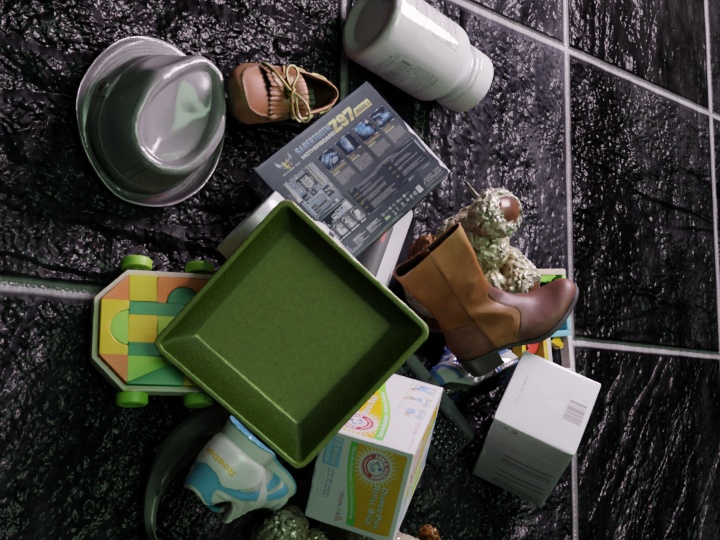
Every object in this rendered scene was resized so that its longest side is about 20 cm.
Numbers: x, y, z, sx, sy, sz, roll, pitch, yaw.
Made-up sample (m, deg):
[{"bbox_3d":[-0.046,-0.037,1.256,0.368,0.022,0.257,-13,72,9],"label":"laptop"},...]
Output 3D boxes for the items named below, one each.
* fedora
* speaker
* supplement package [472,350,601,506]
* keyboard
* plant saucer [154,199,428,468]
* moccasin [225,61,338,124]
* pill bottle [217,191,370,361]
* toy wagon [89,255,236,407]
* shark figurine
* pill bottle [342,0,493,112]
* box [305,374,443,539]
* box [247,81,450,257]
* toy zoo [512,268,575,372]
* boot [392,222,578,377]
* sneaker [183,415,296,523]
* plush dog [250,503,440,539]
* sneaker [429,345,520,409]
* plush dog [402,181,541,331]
[{"bbox_3d":[-0.205,-0.167,0.975,0.177,0.090,0.200,48,56,-26],"label":"fedora"},{"bbox_3d":[0.000,0.000,1.144,0.081,0.081,0.201,37,62,-32],"label":"speaker"},{"bbox_3d":[0.234,0.218,1.232,0.114,0.109,0.200,-59,166,-29],"label":"supplement package"},{"bbox_3d":[0.058,0.176,1.157,0.104,0.040,0.200,-40,105,0],"label":"keyboard"},{"bbox_3d":[-0.068,0.062,0.921,0.200,0.048,0.200,42,96,-9],"label":"plant saucer"},{"bbox_3d":[-0.087,-0.202,1.052,0.201,0.077,0.074,-6,92,-65],"label":"moccasin"},{"bbox_3d":[-0.057,0.017,0.998,0.200,0.119,0.120,47,55,-9],"label":"pill bottle"},{"bbox_3d":[-0.180,0.065,0.958,0.199,0.040,0.156,4,72,-21],"label":"toy wagon"},{"bbox_3d":[-0.174,0.197,0.958,0.128,0.089,0.215,52,52,-22],"label":"shark figurine"},{"bbox_3d":[0.083,-0.296,1.233,0.200,0.114,0.115,22,70,-38],"label":"pill bottle"},{"bbox_3d":[0.020,0.202,1.037,0.200,0.101,0.113,-44,147,-70],"label":"box"},{"bbox_3d":[-0.012,-0.113,1.107,0.158,0.051,0.200,47,65,1],"label":"box"},{"bbox_3d":[0.283,0.098,1.421,0.131,0.020,0.201,0,84,-42],"label":"toy zoo"},{"bbox_3d":[0.164,0.015,1.164,0.200,0.188,0.069,54,10,-27],"label":"boot"},{"bbox_3d":[-0.122,0.210,0.918,0.081,0.076,0.200,-47,157,-14],"label":"sneaker"},{"bbox_3d":[-0.001,0.332,1.023,0.199,0.171,0.161,-6,87,-42],"label":"plush dog"},{"bbox_3d":[0.126,0.145,1.253,0.199,0.076,0.077,-19,59,-33],"label":"sneaker"},{"bbox_3d":[0.128,-0.010,1.236,0.172,0.160,0.201,-36,127,-20],"label":"plush dog"}]
